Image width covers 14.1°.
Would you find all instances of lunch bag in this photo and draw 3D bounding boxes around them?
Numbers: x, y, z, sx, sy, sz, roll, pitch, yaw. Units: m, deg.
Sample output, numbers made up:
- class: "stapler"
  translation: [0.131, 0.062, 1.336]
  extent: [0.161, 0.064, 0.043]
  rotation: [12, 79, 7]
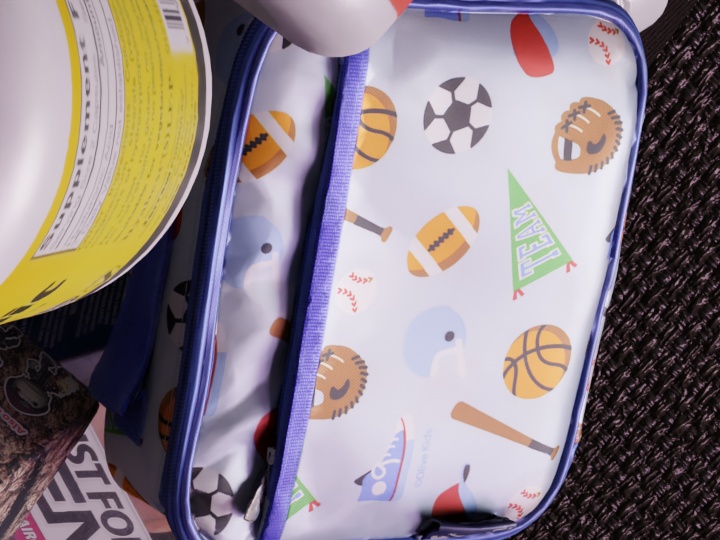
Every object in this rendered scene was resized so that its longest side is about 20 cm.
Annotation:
- class: "lunch bag"
  translation: [0.000, 0.000, 0.904]
  extent: [0.160, 0.076, 0.201]
  rotation: [0, 109, -32]

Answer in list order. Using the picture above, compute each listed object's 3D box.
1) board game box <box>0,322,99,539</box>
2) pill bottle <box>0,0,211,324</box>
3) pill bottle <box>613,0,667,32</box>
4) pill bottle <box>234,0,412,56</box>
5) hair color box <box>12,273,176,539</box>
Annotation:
- class: "board game box"
  translation: [-0.194, 0.099, 0.877]
  extent: [0.160, 0.097, 0.200]
  rotation: [-54, 173, 32]
- class: "pill bottle"
  translation: [-0.106, -0.038, 0.623]
  extent: [0.111, 0.111, 0.200]
  rotation: [-51, 174, 9]
- class: "pill bottle"
  translation: [0.003, -0.075, 0.991]
  extent: [0.200, 0.113, 0.112]
  rotation: [-32, 168, -19]
- class: "pill bottle"
  translation: [0.017, -0.162, 0.769]
  extent: [0.200, 0.112, 0.112]
  rotation: [-50, 174, -2]
- class: "hair color box"
  translation: [-0.062, 0.048, 1.055]
  extent: [0.199, 0.100, 0.061]
  rotation: [-18, -152, 14]
